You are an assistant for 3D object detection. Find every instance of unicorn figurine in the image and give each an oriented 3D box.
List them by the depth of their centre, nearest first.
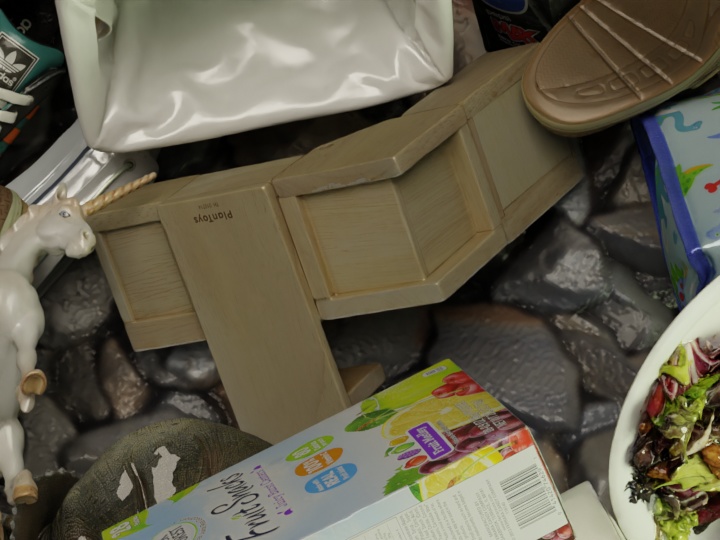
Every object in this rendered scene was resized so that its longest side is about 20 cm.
[{"bbox_3d":[-0.176,0.045,1.491,0.074,0.137,0.200,25,107,-15],"label":"unicorn figurine"}]

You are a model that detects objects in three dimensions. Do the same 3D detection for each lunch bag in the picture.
[{"bbox_3d":[0.237,-0.040,1.550,0.169,0.128,0.200,-12,37,1],"label":"lunch bag"}]

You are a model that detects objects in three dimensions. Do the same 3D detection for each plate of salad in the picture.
[{"bbox_3d":[0.208,0.069,1.440,0.200,0.200,0.048,-35,44,-9],"label":"plate of salad"}]

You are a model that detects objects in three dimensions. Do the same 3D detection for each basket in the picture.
[{"bbox_3d":[-0.062,-0.162,1.550,0.199,0.136,0.124,-12,47,-5],"label":"basket"}]

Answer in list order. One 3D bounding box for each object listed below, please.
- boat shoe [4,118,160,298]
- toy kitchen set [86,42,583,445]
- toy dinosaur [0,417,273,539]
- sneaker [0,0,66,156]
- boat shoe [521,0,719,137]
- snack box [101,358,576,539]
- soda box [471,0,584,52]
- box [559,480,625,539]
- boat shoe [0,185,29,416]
[{"bbox_3d":[-0.142,-0.044,1.627,0.200,0.074,0.067,-42,83,-1],"label":"boat shoe"},{"bbox_3d":[0.000,0.000,1.594,0.199,0.180,0.164,-9,108,34],"label":"toy kitchen set"},{"bbox_3d":[-0.105,0.122,1.522,0.200,0.077,0.103,-30,94,15],"label":"toy dinosaur"},{"bbox_3d":[-0.210,-0.097,1.614,0.071,0.080,0.200,36,56,-14],"label":"sneaker"},{"bbox_3d":[0.165,-0.122,1.600,0.200,0.065,0.071,-33,68,-25],"label":"boat shoe"},{"bbox_3d":[-0.016,0.126,1.416,0.199,0.169,0.068,-27,103,-6],"label":"snack box"},{"bbox_3d":[0.095,-0.175,1.576,0.063,0.200,0.071,32,73,24],"label":"soda box"},{"bbox_3d":[0.052,0.209,1.460,0.199,0.128,0.109,-27,67,-6],"label":"box"},{"bbox_3d":[-0.210,0.055,1.574,0.072,0.076,0.201,29,95,60],"label":"boat shoe"}]
